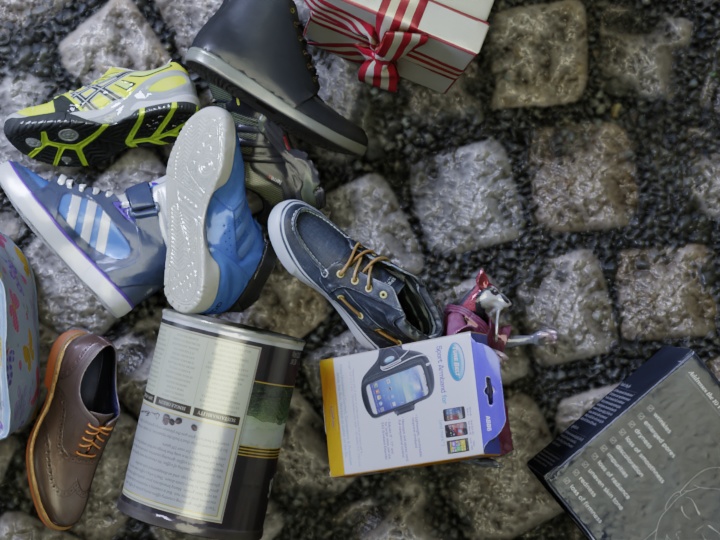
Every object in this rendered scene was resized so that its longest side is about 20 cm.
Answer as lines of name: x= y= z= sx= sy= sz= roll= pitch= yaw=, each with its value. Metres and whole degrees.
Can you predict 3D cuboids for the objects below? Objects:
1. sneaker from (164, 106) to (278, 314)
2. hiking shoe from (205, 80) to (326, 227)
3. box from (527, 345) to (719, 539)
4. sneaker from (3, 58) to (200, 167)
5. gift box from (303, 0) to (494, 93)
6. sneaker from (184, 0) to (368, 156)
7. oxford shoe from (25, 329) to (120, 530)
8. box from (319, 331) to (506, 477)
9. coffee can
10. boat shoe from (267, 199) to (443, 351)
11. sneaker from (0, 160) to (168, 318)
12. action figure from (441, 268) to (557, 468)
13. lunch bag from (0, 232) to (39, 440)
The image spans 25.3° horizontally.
sneaker: x=-0.130 y=-0.056 z=1.578 sx=0.077 sy=0.111 sz=0.201 roll=2 pitch=87 yaw=37
hiking shoe: x=-0.121 y=-0.127 z=1.613 sx=0.101 sy=0.076 sz=0.200 roll=-34 pitch=93 yaw=-6
box: x=0.310 y=0.214 z=1.620 sx=0.196 sy=0.124 sz=0.200 roll=-39 pitch=92 yaw=-1
sneaker: x=-0.259 y=-0.160 z=1.616 sx=0.199 sy=0.075 sz=0.077 roll=-8 pitch=57 yaw=1
gift box: x=0.034 y=-0.285 z=1.577 sx=0.199 sy=0.185 sz=0.187 roll=20 pitch=80 yaw=0
sneaker: x=-0.060 y=-0.196 z=1.551 sx=0.200 sy=0.075 sz=0.106 roll=31 pitch=82 yaw=-19
oxford shoe: x=-0.281 y=0.161 z=1.593 sx=0.071 sy=0.073 sz=0.201 roll=5 pitch=90 yaw=-43
box: x=0.056 y=0.131 z=1.562 sx=0.200 sy=0.041 sz=0.119 roll=-12 pitch=77 yaw=29
coffee can: x=-0.146 y=0.150 z=1.577 sx=0.146 sy=0.146 sz=0.201 roll=13 pitch=89 yaw=-4
boat shoe: x=0.000 y=0.000 z=1.586 sx=0.200 sy=0.091 sz=0.071 roll=48 pitch=56 yaw=-24
sneaker: x=-0.251 y=-0.067 z=1.609 sx=0.146 sy=0.081 sz=0.200 roll=-42 pitch=90 yaw=-11
action figure: x=0.107 y=0.097 z=1.635 sx=0.149 sy=0.134 sz=0.201 roll=1 pitch=81 yaw=32
lunch bag: x=-0.379 y=0.057 z=1.550 sx=0.127 sy=0.170 sz=0.201 roll=1 pitch=93 yaw=-2
